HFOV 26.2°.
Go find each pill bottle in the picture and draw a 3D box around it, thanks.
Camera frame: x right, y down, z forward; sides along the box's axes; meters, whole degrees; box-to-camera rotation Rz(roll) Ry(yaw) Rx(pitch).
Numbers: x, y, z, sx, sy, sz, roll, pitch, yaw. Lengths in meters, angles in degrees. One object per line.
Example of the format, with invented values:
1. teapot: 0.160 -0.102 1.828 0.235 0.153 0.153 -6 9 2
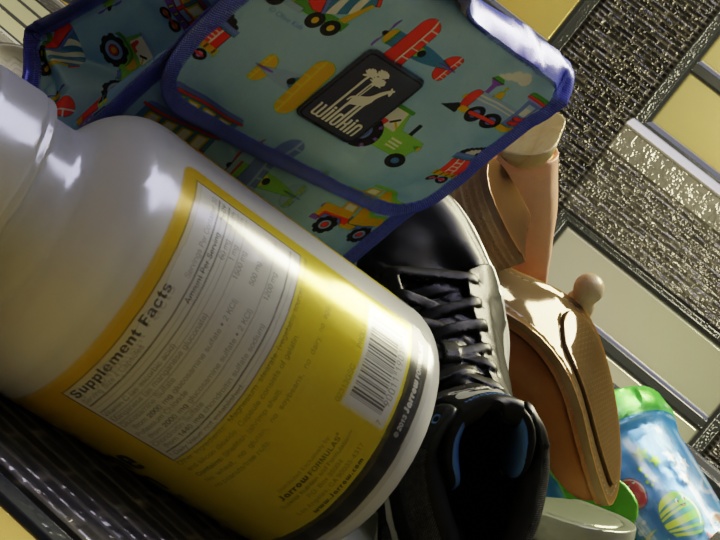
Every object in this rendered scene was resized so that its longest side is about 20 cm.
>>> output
1. pill bottle: -0.074 0.014 0.570 0.200 0.112 0.112 36 6 -27

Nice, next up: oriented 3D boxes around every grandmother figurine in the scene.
1. grandmother figurine: 0.075 0.005 0.833 0.121 0.060 0.201 34 -38 43

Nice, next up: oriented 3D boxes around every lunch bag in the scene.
1. lunch bag: -0.023 -0.077 0.626 0.150 0.200 0.094 25 50 -37

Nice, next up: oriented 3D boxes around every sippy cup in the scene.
1. sippy cup: 0.160 0.160 0.912 0.177 0.140 0.130 -3 45 -42

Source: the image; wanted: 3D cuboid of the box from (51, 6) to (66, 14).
1. box: -0.054 -0.122 0.836 0.100 0.199 0.096 -129 -163 -61

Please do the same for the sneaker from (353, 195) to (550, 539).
1. sneaker: 0.043 0.043 0.645 0.073 0.201 0.112 0 -18 -12

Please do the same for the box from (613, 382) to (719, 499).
1. box: 0.229 0.178 1.293 0.200 0.104 0.182 41 5 30

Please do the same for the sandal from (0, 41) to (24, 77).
1. sandal: -0.115 -0.029 0.694 0.081 0.055 0.201 -1 53 -47

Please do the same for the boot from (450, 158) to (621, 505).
1. boot: 0.037 0.048 0.792 0.201 0.154 0.074 63 25 -15

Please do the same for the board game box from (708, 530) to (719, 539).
1. board game box: 0.201 0.216 0.722 0.200 0.103 0.105 33 16 -47

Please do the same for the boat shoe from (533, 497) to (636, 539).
1. boat shoe: 0.056 0.129 0.745 0.071 0.061 0.201 9 1 -25
